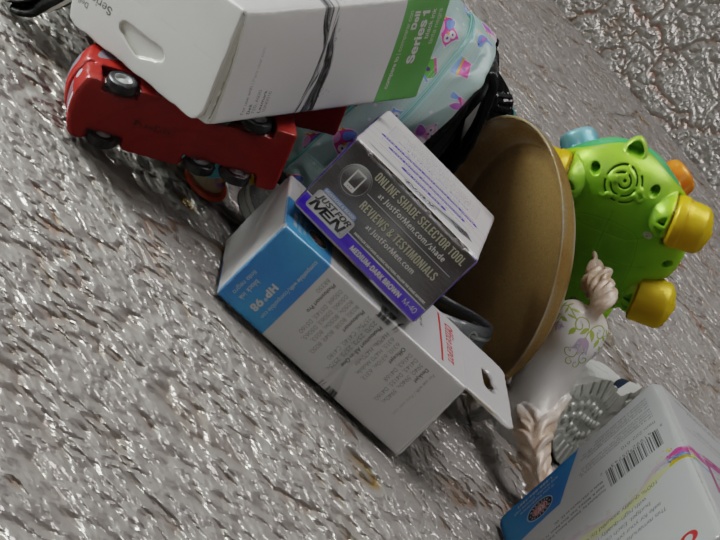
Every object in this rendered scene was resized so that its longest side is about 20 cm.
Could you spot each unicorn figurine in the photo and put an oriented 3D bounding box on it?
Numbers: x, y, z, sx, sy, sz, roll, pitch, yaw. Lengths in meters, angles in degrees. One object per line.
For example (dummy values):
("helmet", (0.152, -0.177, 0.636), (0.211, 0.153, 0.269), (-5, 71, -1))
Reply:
("unicorn figurine", (0.129, 0.086, 1.718), (0.074, 0.200, 0.137), (13, 9, -17))

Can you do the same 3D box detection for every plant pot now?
("plant pot", (0.099, -0.010, 1.727), (0.027, 0.200, 0.200), (11, 31, -28))

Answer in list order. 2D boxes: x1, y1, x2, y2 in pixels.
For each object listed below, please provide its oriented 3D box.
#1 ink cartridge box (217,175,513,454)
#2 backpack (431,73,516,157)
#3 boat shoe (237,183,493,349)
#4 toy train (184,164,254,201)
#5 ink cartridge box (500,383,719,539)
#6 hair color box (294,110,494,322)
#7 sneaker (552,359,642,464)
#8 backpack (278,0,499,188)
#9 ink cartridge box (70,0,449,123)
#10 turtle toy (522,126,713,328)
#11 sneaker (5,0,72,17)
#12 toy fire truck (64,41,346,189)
("ink cartridge box", (0.003, 0.041, 1.568), (0.200, 0.067, 0.116), (43, 13, -12))
("backpack", (0.018, -0.184, 2.068), (0.176, 0.153, 0.200), (29, 30, -49))
("boat shoe", (0.001, 0.001, 1.676), (0.202, 0.065, 0.074), (42, 14, -10))
("toy train", (-0.127, -0.115, 1.673), (0.150, 0.056, 0.200), (18, 31, -16))
("ink cartridge box", (0.178, 0.183, 1.514), (0.085, 0.145, 0.200), (42, 14, -20))
("hair color box", (0.026, -0.039, 1.596), (0.109, 0.065, 0.200), (45, 9, -1))
("sneaker", (0.154, 0.096, 1.877), (0.080, 0.076, 0.200), (38, 7, 16))
("backpack", (0.007, -0.124, 1.768), (0.127, 0.200, 0.167), (38, 16, -28))
("ink cartridge box", (-0.064, -0.171, 1.570), (0.146, 0.084, 0.200), (38, 30, 30))
("turtle toy", (0.177, -0.026, 1.811), (0.146, 0.200, 0.101), (22, 39, 1))
("sneaker", (-0.212, -0.222, 1.666), (0.200, 0.115, 0.076), (15, -63, 57))
("toy fire truck", (-0.097, -0.115, 1.591), (0.200, 0.049, 0.141), (15, 29, -17))
